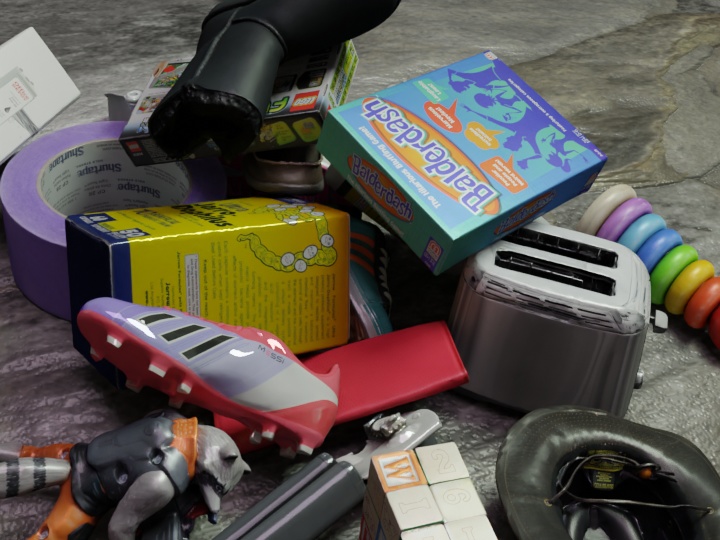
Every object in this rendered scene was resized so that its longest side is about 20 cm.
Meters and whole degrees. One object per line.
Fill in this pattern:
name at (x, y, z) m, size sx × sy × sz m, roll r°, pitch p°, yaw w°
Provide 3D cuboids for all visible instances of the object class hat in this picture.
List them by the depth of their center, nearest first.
hat at (0.176, 0.187, 0.659) m, size 0.198 × 0.082 × 0.201 m, roll 9°, pitch 32°, yaw -5°

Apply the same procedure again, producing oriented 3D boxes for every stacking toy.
stacking toy at (0.300, 0.005, 0.902) m, size 0.085 × 0.086 × 0.200 m, roll -25°, pitch 54°, yaw -34°

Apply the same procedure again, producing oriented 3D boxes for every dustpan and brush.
dustpan and brush at (-0.209, -0.165, 0.970) m, size 0.138 × 0.058 × 0.200 m, roll 9°, pitch 18°, yaw 0°

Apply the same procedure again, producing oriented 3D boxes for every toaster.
toaster at (0.147, 0.039, 0.790) m, size 0.197 × 0.130 × 0.114 m, roll 15°, pitch 39°, yaw 9°

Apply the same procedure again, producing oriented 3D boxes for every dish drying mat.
dish drying mat at (-0.019, 0.091, 0.742) m, size 0.198 × 0.018 × 0.077 m, roll -17°, pitch 41°, yaw -2°

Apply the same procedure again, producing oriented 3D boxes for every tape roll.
tape roll at (-0.220, -0.048, 0.864) m, size 0.197 × 0.086 × 0.201 m, roll 5°, pitch 39°, yaw -4°

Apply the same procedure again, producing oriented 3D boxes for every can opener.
can opener at (-0.016, 0.161, 0.668) m, size 0.199 × 0.067 × 0.052 m, roll -29°, pitch 15°, yaw -29°

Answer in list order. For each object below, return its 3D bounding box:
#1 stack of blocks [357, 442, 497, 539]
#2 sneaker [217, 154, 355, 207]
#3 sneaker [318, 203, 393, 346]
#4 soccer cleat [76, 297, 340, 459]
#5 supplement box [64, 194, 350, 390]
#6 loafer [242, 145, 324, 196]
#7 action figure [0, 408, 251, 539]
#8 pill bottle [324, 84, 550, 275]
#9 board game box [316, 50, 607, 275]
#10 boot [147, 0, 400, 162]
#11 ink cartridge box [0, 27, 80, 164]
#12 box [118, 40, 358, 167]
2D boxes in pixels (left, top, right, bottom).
stack of blocks at (0.056, 0.220, 0.568) m, size 0.058 × 0.116 × 0.201 m, roll -6°, pitch 42°, yaw -17°
sneaker at (-0.087, -0.107, 0.961) m, size 0.198 × 0.082 × 0.089 m, roll 19°, pitch 35°, yaw 4°
sneaker at (0.000, 0.000, 0.856) m, size 0.079 × 0.072 × 0.201 m, roll -10°, pitch 43°, yaw -18°
soccer cleat at (-0.101, 0.062, 0.664) m, size 0.199 × 0.067 × 0.077 m, roll 31°, pitch 60°, yaw -20°
supplement box at (-0.118, 0.008, 0.750) m, size 0.198 × 0.111 × 0.108 m, roll -9°, pitch 17°, yaw -33°
loafer at (-0.072, -0.132, 0.869) m, size 0.072 × 0.072 × 0.201 m, roll 1°, pitch 32°, yaw -11°
action figure at (-0.164, 0.156, 0.614) m, size 0.191 × 0.106 × 0.201 m, roll -16°, pitch 37°, yaw -8°
pill bottle at (0.074, -0.069, 0.881) m, size 0.199 × 0.113 × 0.113 m, roll 37°, pitch 41°, yaw -6°
board game box at (0.086, -0.097, 0.781) m, size 0.199 × 0.045 × 0.152 m, roll -28°, pitch 65°, yaw -35°
boot at (-0.064, -0.167, 0.751) m, size 0.198 × 0.077 × 0.169 m, roll -12°, pitch 42°, yaw 25°
ink cartridge box at (-0.377, -0.126, 0.880) m, size 0.145 × 0.083 × 0.201 m, roll -18°, pitch 27°, yaw 33°
box at (-0.108, -0.151, 0.840) m, size 0.197 × 0.035 × 0.111 m, roll -4°, pitch 49°, yaw 22°
